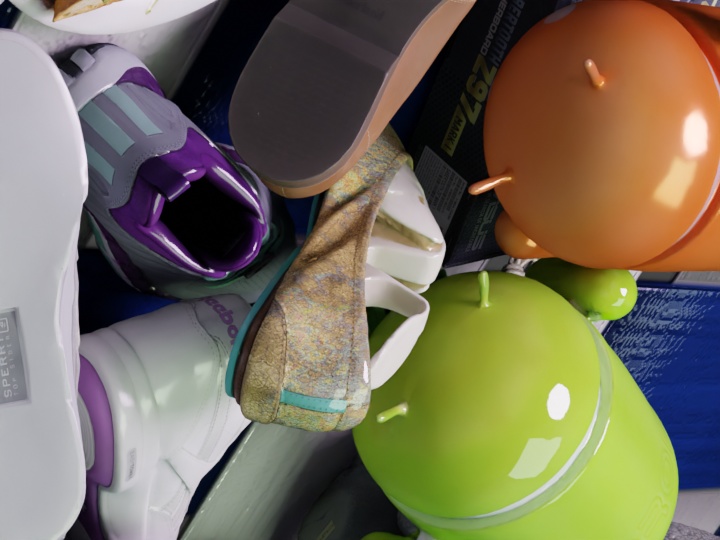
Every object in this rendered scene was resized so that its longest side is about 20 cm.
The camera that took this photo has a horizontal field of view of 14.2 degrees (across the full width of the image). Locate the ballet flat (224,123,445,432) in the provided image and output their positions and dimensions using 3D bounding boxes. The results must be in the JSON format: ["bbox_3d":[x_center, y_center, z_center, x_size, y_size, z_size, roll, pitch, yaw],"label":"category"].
[{"bbox_3d":[0.000,0.000,1.180,0.200,0.070,0.071,-67,178,-54],"label":"ballet flat"}]

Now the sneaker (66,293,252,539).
[{"bbox_3d":[-0.081,0.076,1.229,0.099,0.075,0.200,-27,160,-21],"label":"sneaker"}]

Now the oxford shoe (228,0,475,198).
[{"bbox_3d":[0.014,-0.116,1.154,0.200,0.071,0.071,-54,169,-7],"label":"oxford shoe"}]

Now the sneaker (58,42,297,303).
[{"bbox_3d":[-0.064,-0.013,1.159,0.074,0.088,0.200,-47,150,2],"label":"sneaker"}]

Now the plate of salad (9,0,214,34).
[{"bbox_3d":[-0.050,-0.162,1.035,0.200,0.048,0.200,-31,147,-23],"label":"plate of salad"}]

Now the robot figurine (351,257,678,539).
[{"bbox_3d":[0.069,0.076,1.280,0.176,0.116,0.200,-55,144,-10],"label":"robot figurine"}]

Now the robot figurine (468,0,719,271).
[{"bbox_3d":[0.132,-0.058,1.224,0.200,0.144,0.117,0,94,-48],"label":"robot figurine"}]

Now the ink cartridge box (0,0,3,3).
[{"bbox_3d":[-0.158,-0.128,0.904,0.200,0.068,0.116,-47,141,3],"label":"ink cartridge box"}]

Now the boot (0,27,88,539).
[{"bbox_3d":[-0.144,0.003,1.099,0.073,0.096,0.201,-3,103,-16],"label":"boot"}]

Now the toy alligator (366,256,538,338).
[{"bbox_3d":[0.007,0.020,1.331,0.054,0.060,0.200,-14,-179,44],"label":"toy alligator"}]

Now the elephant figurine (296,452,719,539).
[{"bbox_3d":[0.079,0.156,1.454,0.200,0.155,0.142,30,84,-31],"label":"elephant figurine"}]

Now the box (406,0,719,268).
[{"bbox_3d":[0.110,-0.103,1.305,0.157,0.051,0.200,-14,137,-44],"label":"box"}]
